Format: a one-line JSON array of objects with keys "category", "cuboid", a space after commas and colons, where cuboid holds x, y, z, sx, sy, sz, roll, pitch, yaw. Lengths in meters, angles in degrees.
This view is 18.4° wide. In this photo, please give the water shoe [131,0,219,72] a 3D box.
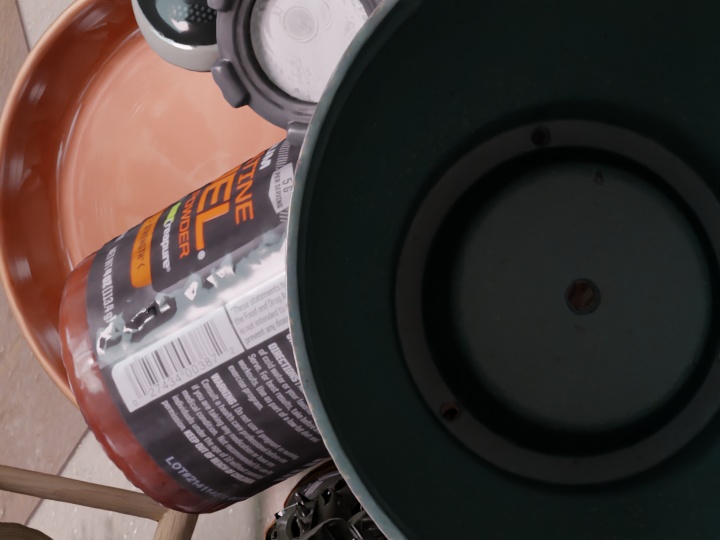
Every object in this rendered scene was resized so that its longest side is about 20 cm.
[{"category": "water shoe", "cuboid": [-0.043, -0.173, 0.793, 0.071, 0.079, 0.201, 15, 82, 18]}]

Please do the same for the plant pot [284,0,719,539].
[{"category": "plant pot", "cuboid": [0.073, 0.004, 0.623, 0.134, 0.199, 0.202, 144, 137, -83]}]

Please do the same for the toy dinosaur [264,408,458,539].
[{"category": "toy dinosaur", "cuboid": [-0.008, 0.103, 0.773, 0.136, 0.102, 0.201, -100, 32, -75]}]

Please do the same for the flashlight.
[{"category": "flashlight", "cuboid": [0.015, -0.095, 0.730, 0.067, 0.200, 0.068, 0, 106, 19]}]

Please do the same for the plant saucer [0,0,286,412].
[{"category": "plant saucer", "cuboid": [-0.051, -0.022, 0.857, 0.199, 0.032, 0.202, 4, 100, 22]}]

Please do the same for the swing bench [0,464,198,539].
[{"category": "swing bench", "cuboid": [-0.151, 0.193, 0.897, 0.199, 0.129, 0.201, -46, 38, 48]}]

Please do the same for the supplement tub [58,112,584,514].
[{"category": "supplement tub", "cuboid": [0.000, 0.000, 0.764, 0.199, 0.107, 0.108, -28, 52, 23]}]
